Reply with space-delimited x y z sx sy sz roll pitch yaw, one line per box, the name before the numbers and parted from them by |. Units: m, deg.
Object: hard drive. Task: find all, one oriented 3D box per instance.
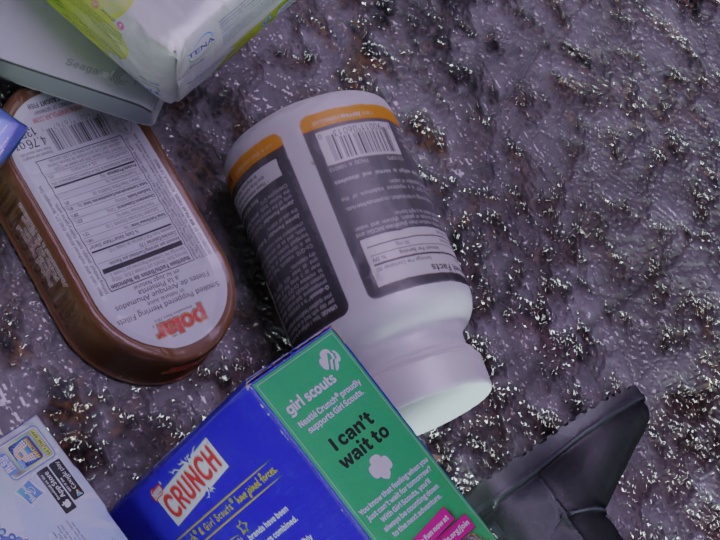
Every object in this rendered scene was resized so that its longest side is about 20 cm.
hard drive | -0.154 -0.195 1.141 0.131 0.026 0.201 18 65 3

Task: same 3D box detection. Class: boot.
boot | 0.172 0.190 1.168 0.165 0.066 0.200 -30 78 -32

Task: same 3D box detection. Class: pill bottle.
pill bottle | 0.000 0.000 1.142 0.116 0.116 0.201 -9 69 -37

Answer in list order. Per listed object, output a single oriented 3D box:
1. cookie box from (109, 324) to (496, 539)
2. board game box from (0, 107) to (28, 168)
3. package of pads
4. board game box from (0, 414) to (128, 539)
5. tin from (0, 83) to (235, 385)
cookie box | -0.018 0.158 0.996 0.200 0.171 0.075 52 46 4
board game box | -0.291 -0.043 1.007 0.135 0.034 0.200 37 59 -8
package of pads | -0.129 -0.211 1.098 0.200 0.068 0.154 40 68 13
board game box | -0.186 0.205 0.940 0.199 0.043 0.200 -33 83 -41
tin | -0.151 -0.026 1.112 0.112 0.042 0.200 -24 77 -36
